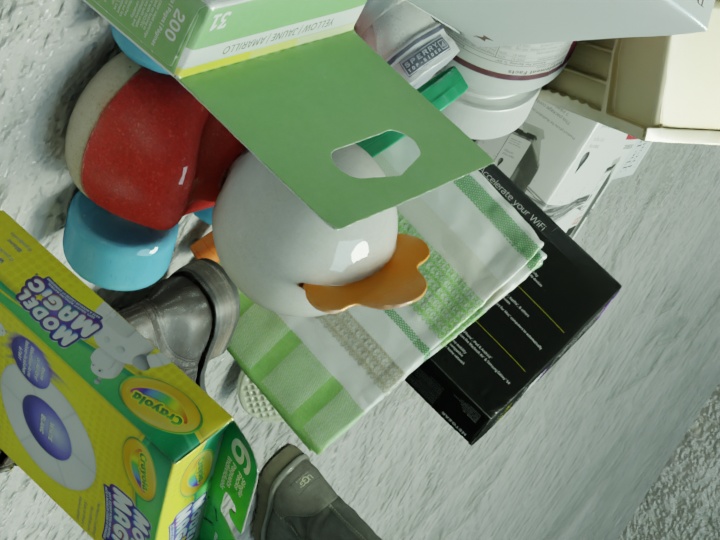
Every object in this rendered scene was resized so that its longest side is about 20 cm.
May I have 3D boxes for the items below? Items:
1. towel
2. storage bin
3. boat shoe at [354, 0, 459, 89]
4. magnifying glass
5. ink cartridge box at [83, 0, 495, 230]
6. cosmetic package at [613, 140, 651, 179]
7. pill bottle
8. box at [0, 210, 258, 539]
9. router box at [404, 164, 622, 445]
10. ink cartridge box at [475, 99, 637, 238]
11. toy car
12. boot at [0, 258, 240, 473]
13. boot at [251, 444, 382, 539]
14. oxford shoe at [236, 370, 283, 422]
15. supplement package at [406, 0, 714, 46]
[{"bbox_3d":[0.000,0.000,1.176,0.200,0.149,0.031,-41,170,-5],"label":"towel"},{"bbox_3d":[0.225,-0.149,1.241,0.199,0.198,0.094,0,106,-27],"label":"storage bin"},{"bbox_3d":[-0.003,-0.125,1.090,0.071,0.070,0.200,-35,-178,-13],"label":"boat shoe"},{"bbox_3d":[-0.020,-0.064,1.140,0.199,0.022,0.080,-36,-174,6],"label":"magnifying glass"},{"bbox_3d":[-0.035,-0.113,0.835,0.145,0.200,0.048,-25,150,-53],"label":"ink cartridge box"},{"bbox_3d":[0.248,-0.172,1.631,0.150,0.052,0.201,-13,138,-58],"label":"cosmetic package"},{"bbox_3d":[0.095,-0.181,1.151,0.109,0.109,0.201,-38,161,-36],"label":"pill bottle"},{"bbox_3d":[-0.137,0.075,0.936,0.048,0.200,0.118,-37,156,-38],"label":"box"},{"bbox_3d":[0.056,-0.004,1.239,0.149,0.200,0.051,-40,170,-30],"label":"router box"},{"bbox_3d":[0.150,-0.085,1.503,0.201,0.083,0.147,-59,161,17],"label":"ink cartridge box"},{"bbox_3d":[-0.033,-0.047,0.953,0.176,0.200,0.185,-30,152,-42],"label":"toy car"},{"bbox_3d":[-0.166,0.082,1.114,0.174,0.069,0.201,-25,144,-44],"label":"boot"},{"bbox_3d":[-0.005,0.256,1.572,0.073,0.200,0.182,-45,160,-18],"label":"boot"},{"bbox_3d":[-0.020,0.027,1.344,0.201,0.075,0.058,-55,-163,13],"label":"oxford shoe"},{"bbox_3d":[0.047,-0.190,0.794,0.199,0.155,0.112,24,78,-36],"label":"supplement package"}]
